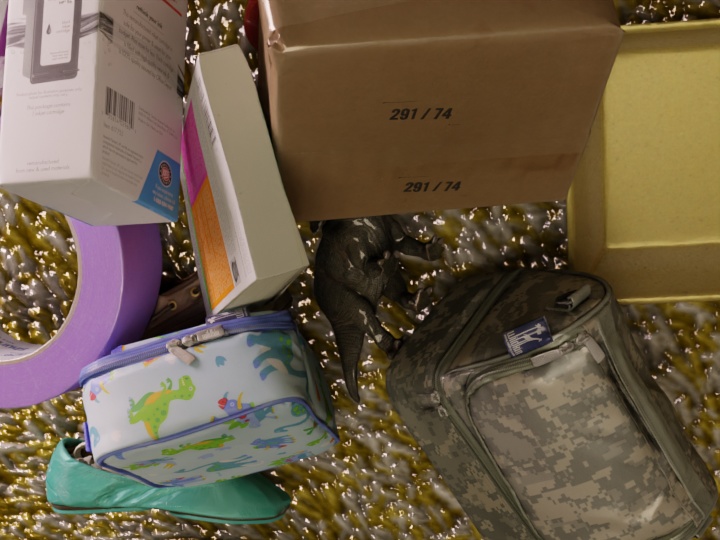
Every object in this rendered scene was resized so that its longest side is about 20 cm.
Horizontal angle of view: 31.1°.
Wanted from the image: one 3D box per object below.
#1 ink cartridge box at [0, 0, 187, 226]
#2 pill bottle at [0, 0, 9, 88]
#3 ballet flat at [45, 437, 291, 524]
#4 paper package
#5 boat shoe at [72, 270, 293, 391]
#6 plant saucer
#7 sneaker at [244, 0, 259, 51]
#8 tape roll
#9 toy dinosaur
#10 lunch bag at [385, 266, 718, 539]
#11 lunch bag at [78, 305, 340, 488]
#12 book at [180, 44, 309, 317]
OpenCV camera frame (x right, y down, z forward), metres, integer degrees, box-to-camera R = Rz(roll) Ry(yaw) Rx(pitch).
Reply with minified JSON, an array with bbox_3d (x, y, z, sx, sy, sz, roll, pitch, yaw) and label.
[{"bbox_3d":[-0.162,-0.138,0.805,0.067,0.116,0.202,-2,79,17],"label":"ink cartridge box"},{"bbox_3d":[-0.245,-0.226,0.816,0.111,0.113,0.201,20,117,-4],"label":"pill bottle"},{"bbox_3d":[-0.154,0.160,1.029,0.198,0.067,0.071,2,103,3],"label":"ballet flat"},{"bbox_3d":[0.036,-0.121,0.777,0.198,0.104,0.191,-6,152,-7],"label":"paper package"},{"bbox_3d":[-0.151,0.032,0.963,0.199,0.072,0.068,-21,103,12],"label":"boat shoe"},{"bbox_3d":[0.236,-0.078,0.872,0.198,0.049,0.202,-3,116,8],"label":"plant saucer"},{"bbox_3d":[-0.016,-0.224,0.820,0.078,0.116,0.200,18,150,-14],"label":"sneaker"},{"bbox_3d":[-0.243,-0.008,0.914,0.198,0.066,0.202,2,97,17],"label":"tape roll"},{"bbox_3d":[0.000,0.000,0.929,0.102,0.077,0.201,31,140,38],"label":"toy dinosaur"},{"bbox_3d":[0.138,0.098,0.887,0.167,0.139,0.201,-8,121,50],"label":"lunch bag"},{"bbox_3d":[-0.105,0.097,0.914,0.159,0.200,0.083,-17,72,3],"label":"lunch bag"},{"bbox_3d":[-0.084,-0.047,0.823,0.048,0.200,0.135,-15,86,-13],"label":"book"}]
